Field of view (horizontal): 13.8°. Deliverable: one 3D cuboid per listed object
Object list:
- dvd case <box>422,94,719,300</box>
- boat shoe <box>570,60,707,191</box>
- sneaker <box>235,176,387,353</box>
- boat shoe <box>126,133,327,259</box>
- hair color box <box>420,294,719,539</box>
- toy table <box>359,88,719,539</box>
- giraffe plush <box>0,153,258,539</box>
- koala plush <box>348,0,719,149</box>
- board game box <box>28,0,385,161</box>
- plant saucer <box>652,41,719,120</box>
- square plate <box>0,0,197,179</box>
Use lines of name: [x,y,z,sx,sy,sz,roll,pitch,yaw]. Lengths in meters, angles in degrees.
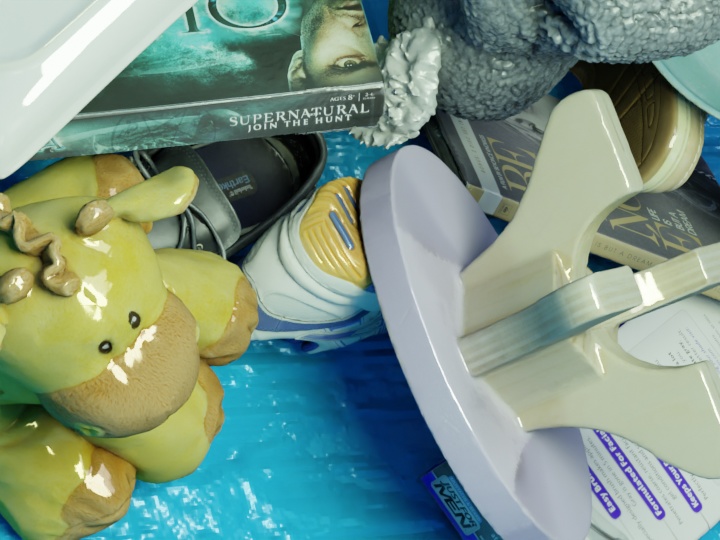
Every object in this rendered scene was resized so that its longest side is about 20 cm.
dvd case: [0.118,-0.049,1.547,0.199,0.016,0.149,19,27,-25]
boat shoe: [0.154,-0.093,1.559,0.065,0.072,0.200,30,19,-20]
sneaker: [0.000,0.000,1.450,0.200,0.088,0.076,9,53,-60]
boat shoe: [-0.092,-0.027,1.399,0.200,0.062,0.075,-27,86,-41]
hair color box: [0.134,0.093,1.503,0.200,0.065,0.110,-33,88,-44]
toy table: [0.092,0.020,1.364,0.201,0.117,0.184,63,26,-5]
giraffe plush: [-0.124,0.017,1.255,0.199,0.162,0.173,27,75,-19]
koala plush: [0.075,-0.138,1.399,0.177,0.200,0.184,-30,77,-40]
board game box: [-0.098,-0.108,1.318,0.199,0.028,0.136,-7,48,-10]
plant saucer: [0.228,-0.152,1.476,0.199,0.036,0.201,-2,74,8]
square plate: [-0.148,-0.174,1.264,0.200,0.028,0.198,-43,80,-9]
